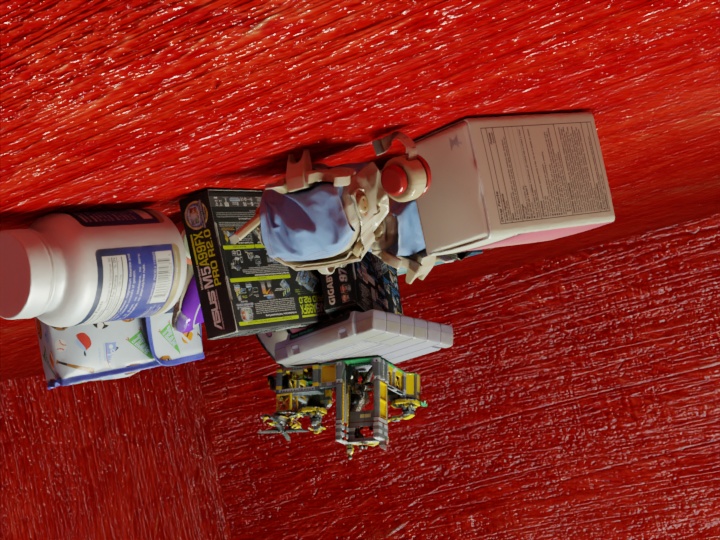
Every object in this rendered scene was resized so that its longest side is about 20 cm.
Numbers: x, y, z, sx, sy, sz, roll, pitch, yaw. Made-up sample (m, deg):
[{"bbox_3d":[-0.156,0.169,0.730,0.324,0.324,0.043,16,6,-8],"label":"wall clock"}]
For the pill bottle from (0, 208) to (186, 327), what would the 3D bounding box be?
[{"bbox_3d":[-0.294,-0.003,1.473,0.119,0.121,0.199,-17,173,40],"label":"pill bottle"}]

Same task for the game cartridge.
[{"bbox_3d":[0.000,0.087,1.673,0.129,0.039,0.199,18,155,-34],"label":"game cartridge"}]

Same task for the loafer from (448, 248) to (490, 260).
[{"bbox_3d":[0.107,-0.039,1.735,0.073,0.071,0.199,-51,-159,-22],"label":"loafer"}]

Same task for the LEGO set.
[{"bbox_3d":[-0.020,0.183,1.727,0.198,0.117,0.154,-4,162,14],"label":"LEGO set"}]

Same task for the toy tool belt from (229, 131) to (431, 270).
[{"bbox_3d":[-0.035,-0.065,1.424,0.199,0.126,0.122,-18,-179,41],"label":"toy tool belt"}]

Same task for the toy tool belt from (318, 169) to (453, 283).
[{"bbox_3d":[0.051,-0.050,1.574,0.122,0.126,0.199,20,-149,36],"label":"toy tool belt"}]

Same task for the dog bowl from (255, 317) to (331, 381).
[{"bbox_3d":[-0.046,0.046,1.845,0.199,0.201,0.074,-9,154,-35],"label":"dog bowl"}]

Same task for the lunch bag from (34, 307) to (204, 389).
[{"bbox_3d":[-0.299,0.047,1.731,0.198,0.172,0.124,-9,179,-24],"label":"lunch bag"}]

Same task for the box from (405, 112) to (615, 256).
[{"bbox_3d":[0.165,-0.095,1.522,0.199,0.129,0.109,-7,174,-38],"label":"box"}]

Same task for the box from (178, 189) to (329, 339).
[{"bbox_3d":[-0.118,-0.009,1.593,0.044,0.162,0.199,-14,175,29],"label":"box"}]

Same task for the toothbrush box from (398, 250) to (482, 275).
[{"bbox_3d":[0.061,-0.042,2.096,0.199,0.086,0.146,-14,175,30],"label":"toothbrush box"}]

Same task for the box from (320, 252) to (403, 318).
[{"bbox_3d":[0.000,0.000,1.722,0.046,0.160,0.200,-13,159,15],"label":"box"}]

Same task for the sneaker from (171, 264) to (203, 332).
[{"bbox_3d":[-0.162,0.018,1.726,0.099,0.070,0.200,22,-144,6],"label":"sneaker"}]

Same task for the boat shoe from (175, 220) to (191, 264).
[{"bbox_3d":[-0.151,-0.039,1.703,0.199,0.072,0.062,-7,180,-40],"label":"boat shoe"}]
